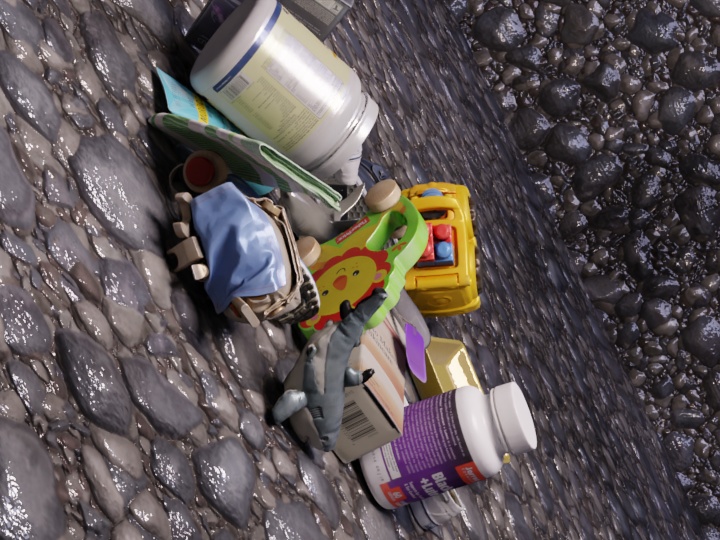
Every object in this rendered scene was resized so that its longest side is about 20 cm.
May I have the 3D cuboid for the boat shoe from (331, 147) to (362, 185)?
[{"bbox_3d":[-0.061,-0.168,1.786,0.200,0.073,0.068,-139,-135,-59],"label":"boat shoe"}]

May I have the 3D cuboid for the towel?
[{"bbox_3d":[-0.127,-0.122,1.430,0.199,0.024,0.152,22,-7,43],"label":"towel"}]

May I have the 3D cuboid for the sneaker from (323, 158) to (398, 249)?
[{"bbox_3d":[0.022,-0.076,1.923,0.204,0.076,0.146,64,20,5],"label":"sneaker"}]

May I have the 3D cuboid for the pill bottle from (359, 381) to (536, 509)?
[{"bbox_3d":[0.104,0.204,1.554,0.113,0.198,0.111,69,16,0],"label":"pill bottle"}]

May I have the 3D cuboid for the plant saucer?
[{"bbox_3d":[0.139,0.201,1.921,0.200,0.048,0.202,14,52,-67],"label":"plant saucer"}]

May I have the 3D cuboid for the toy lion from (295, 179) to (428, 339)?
[{"bbox_3d":[0.000,0.000,1.581,0.069,0.199,0.192,53,2,-33],"label":"toy lion"}]

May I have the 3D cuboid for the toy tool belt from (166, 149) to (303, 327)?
[{"bbox_3d":[-0.138,-0.036,1.347,0.202,0.124,0.123,64,9,3],"label":"toy tool belt"}]

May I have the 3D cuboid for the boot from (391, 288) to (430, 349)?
[{"bbox_3d":[0.032,0.039,1.751,0.201,0.069,0.132,53,-1,-8],"label":"boot"}]

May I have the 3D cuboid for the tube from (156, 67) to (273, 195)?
[{"bbox_3d":[-0.172,-0.162,1.556,0.200,0.050,0.078,40,15,-43],"label":"tube"}]

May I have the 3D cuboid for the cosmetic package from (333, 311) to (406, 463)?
[{"bbox_3d":[-0.004,0.119,1.564,0.104,0.087,0.201,53,20,-26],"label":"cosmetic package"}]

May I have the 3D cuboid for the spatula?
[{"bbox_3d":[0.048,0.045,1.627,0.056,0.020,0.202,42,23,-53],"label":"spatula"}]

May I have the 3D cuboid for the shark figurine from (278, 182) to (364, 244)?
[{"bbox_3d":[-0.033,-0.064,1.731,0.214,0.088,0.130,-3,76,-72],"label":"shark figurine"}]

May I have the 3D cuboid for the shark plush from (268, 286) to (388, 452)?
[{"bbox_3d":[-0.023,0.100,1.407,0.083,0.202,0.091,28,11,-3],"label":"shark plush"}]

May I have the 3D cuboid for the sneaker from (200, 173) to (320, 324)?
[{"bbox_3d":[-0.106,-0.030,1.498,0.201,0.078,0.089,58,21,-17],"label":"sneaker"}]

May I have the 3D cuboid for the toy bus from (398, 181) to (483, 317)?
[{"bbox_3d":[0.108,-0.050,1.921,0.192,0.134,0.203,65,22,-71],"label":"toy bus"}]

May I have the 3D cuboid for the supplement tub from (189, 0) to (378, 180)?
[{"bbox_3d":[-0.090,-0.217,1.565,0.199,0.145,0.146,40,26,-21],"label":"supplement tub"}]

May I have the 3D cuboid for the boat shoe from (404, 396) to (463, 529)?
[{"bbox_3d":[0.084,0.221,1.674,0.074,0.085,0.204,23,44,-64],"label":"boat shoe"}]

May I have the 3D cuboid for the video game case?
[{"bbox_3d":[-0.116,-0.308,1.603,0.142,0.200,0.019,32,50,-14],"label":"video game case"}]
